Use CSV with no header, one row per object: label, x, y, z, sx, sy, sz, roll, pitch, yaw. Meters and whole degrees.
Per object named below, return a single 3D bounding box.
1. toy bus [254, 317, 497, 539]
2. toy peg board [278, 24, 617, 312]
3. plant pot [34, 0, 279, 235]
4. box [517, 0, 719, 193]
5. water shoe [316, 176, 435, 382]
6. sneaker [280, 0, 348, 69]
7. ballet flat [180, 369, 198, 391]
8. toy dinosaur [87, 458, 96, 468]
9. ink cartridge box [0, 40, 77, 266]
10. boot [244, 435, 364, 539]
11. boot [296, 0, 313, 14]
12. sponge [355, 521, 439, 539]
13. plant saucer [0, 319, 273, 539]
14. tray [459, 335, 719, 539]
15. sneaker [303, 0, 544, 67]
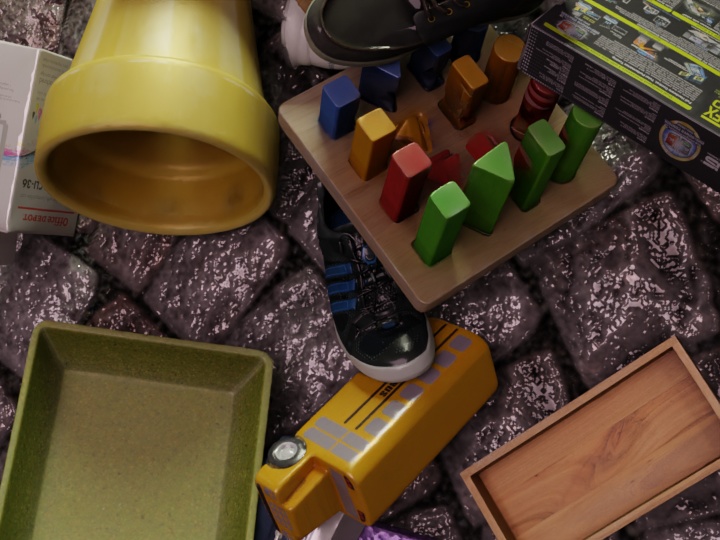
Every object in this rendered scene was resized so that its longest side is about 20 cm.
toy bus,0.014,0.124,0.861,0.078,0.066,0.200,21,52,39
toy peg board,0.073,-0.112,0.855,0.199,0.098,0.200,-31,73,-20
plant pot,-0.164,-0.155,0.954,0.198,0.201,0.191,-7,67,19
box,0.240,-0.151,0.823,0.199,0.045,0.160,35,55,19
water shoe,0.000,0.000,0.887,0.071,0.079,0.201,-20,47,-4
sneaker,-0.010,-0.267,0.974,0.086,0.075,0.203,12,92,3
ballet flat,-0.218,0.087,1.007,0.197,0.067,0.069,-5,82,20
toy dinosaur,-0.170,0.221,0.993,0.199,0.105,0.182,39,89,-15
ink cartridge box,-0.304,-0.097,1.024,0.067,0.116,0.203,13,94,16
boot,-0.069,0.239,0.912,0.090,0.073,0.202,27,85,28
boot,0.047,-0.249,0.892,0.200,0.175,0.066,-40,28,5
sponge,-0.018,0.259,0.937,0.198,0.030,0.113,12,88,21
plant saucer,-0.179,0.154,0.905,0.197,0.048,0.202,9,65,-8
tray,0.186,0.147,0.869,0.199,0.037,0.099,-35,74,13
sneaker,0.057,-0.209,0.807,0.198,0.106,0.076,-20,88,-13
